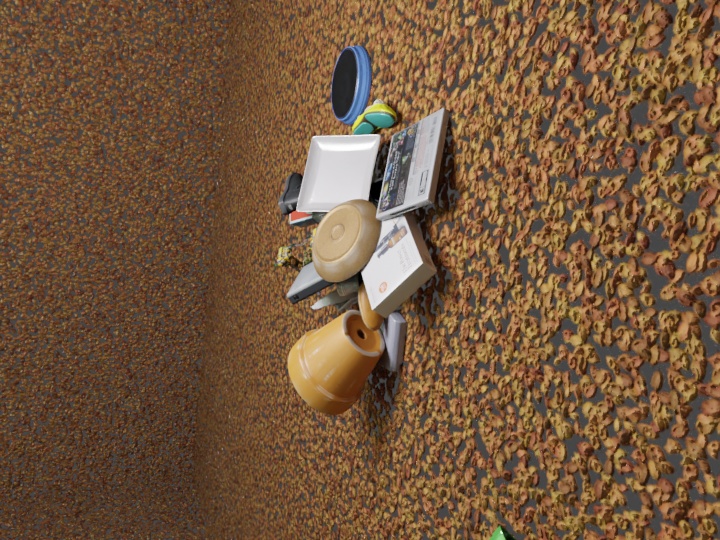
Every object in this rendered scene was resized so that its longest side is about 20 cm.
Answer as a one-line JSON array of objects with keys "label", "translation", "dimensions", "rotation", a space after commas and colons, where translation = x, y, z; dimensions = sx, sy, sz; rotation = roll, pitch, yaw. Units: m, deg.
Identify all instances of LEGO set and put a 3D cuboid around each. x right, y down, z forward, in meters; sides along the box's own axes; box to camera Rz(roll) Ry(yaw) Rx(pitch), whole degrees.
[{"label": "LEGO set", "translation": [-0.129, -0.005, 1.579], "dimensions": [0.195, 0.154, 0.119], "rotation": [-18, 49, 28]}]

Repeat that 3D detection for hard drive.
[{"label": "hard drive", "translation": [-0.073, -0.004, 1.435], "dimensions": [0.196, 0.033, 0.141], "rotation": [-27, 21, 27]}]

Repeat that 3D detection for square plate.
[{"label": "square plate", "translation": [-0.051, -0.231, 1.474], "dimensions": [0.194, 0.028, 0.205], "rotation": [5, 76, 28]}]

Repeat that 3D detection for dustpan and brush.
[{"label": "dustpan and brush", "translation": [-0.016, 0.064, 1.520], "dimensions": [0.199, 0.137, 0.059], "rotation": [-40, 68, 36]}]

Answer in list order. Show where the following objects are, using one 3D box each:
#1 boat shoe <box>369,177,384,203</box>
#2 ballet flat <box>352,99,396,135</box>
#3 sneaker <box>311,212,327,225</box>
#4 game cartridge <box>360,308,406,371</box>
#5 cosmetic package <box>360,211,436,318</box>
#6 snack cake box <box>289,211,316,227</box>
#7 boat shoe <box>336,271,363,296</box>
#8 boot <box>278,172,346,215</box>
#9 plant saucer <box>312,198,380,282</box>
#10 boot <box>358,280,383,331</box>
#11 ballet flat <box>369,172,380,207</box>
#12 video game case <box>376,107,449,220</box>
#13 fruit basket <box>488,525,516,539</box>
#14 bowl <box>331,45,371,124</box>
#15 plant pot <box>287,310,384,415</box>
[{"label": "boat shoe", "translation": [0.080, -0.177, 1.373], "dimensions": [0.199, 0.060, 0.078], "rotation": [17, 102, 63]}, {"label": "ballet flat", "translation": [0.035, -0.379, 1.484], "dimensions": [0.199, 0.065, 0.069], "rotation": [-8, 60, 66]}, {"label": "sneaker", "translation": [-0.064, -0.135, 1.530], "dimensions": [0.195, 0.113, 0.079], "rotation": [17, 104, 34]}, {"label": "game cartridge", "translation": [0.047, 0.145, 1.458], "dimensions": [0.199, 0.040, 0.138], "rotation": [23, 105, 63]}, {"label": "cosmetic package", "translation": [0.068, -0.026, 1.284], "dimensions": [0.151, 0.051, 0.203], "rotation": [-45, 38, 25]}, {"label": "snack cake box", "translation": [-0.107, -0.198, 1.673], "dimensions": [0.195, 0.066, 0.120], "rotation": [-10, 79, 36]}, {"label": "boat shoe", "translation": [0.000, -0.001, 1.481], "dimensions": [0.202, 0.069, 0.072], "rotation": [-61, -38, -58]}, {"label": "boot", "translation": [-0.104, -0.223, 1.581], "dimensions": [0.194, 0.066, 0.168], "rotation": [-17, 37, 22]}, {"label": "plant saucer", "translation": [-0.043, -0.076, 1.356], "dimensions": [0.196, 0.035, 0.206], "rotation": [-21, 54, 32]}, {"label": "boot", "translation": [0.062, 0.022, 1.358], "dimensions": [0.142, 0.069, 0.208], "rotation": [-22, 61, 49]}, {"label": "ballet flat", "translation": [0.008, -0.233, 1.523], "dimensions": [0.070, 0.067, 0.205], "rotation": [-54, 43, 50]}, {"label": "video game case", "translation": [0.108, -0.218, 1.273], "dimensions": [0.180, 0.023, 0.207], "rotation": [-14, 61, 56]}, {"label": "fruit basket", "translation": [0.269, 0.478, 0.892], "dimensions": [0.209, 0.156, 0.222], "rotation": [-16, 53, 22]}, {"label": "bowl", "translation": [-0.030, -0.503, 1.647], "dimensions": [0.199, 0.038, 0.209], "rotation": [172, 99, -65]}, {"label": "plant pot", "translation": [-0.042, 0.198, 1.415], "dimensions": [0.183, 0.196, 0.204], "rotation": [-46, 47, 32]}]
